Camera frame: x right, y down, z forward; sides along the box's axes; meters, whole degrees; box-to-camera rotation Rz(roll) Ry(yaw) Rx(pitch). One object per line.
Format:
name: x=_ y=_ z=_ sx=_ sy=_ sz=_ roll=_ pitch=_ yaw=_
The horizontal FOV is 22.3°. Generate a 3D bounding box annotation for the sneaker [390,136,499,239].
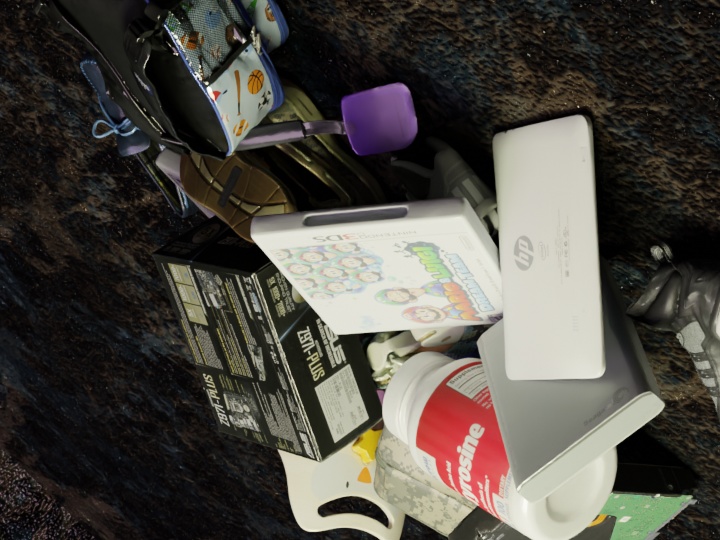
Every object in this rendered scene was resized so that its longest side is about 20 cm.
sneaker: x=0.063 y=-0.059 z=1.586 sx=0.116 sy=0.075 sz=0.200 roll=54 pitch=157 yaw=4

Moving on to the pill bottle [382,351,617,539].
pill bottle: x=0.113 y=0.143 z=1.562 sx=0.200 sy=0.112 sz=0.112 roll=28 pitch=154 yaw=45

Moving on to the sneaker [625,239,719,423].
sneaker: x=0.275 y=0.054 z=1.443 sx=0.114 sy=0.075 sz=0.200 roll=25 pitch=146 yaw=33

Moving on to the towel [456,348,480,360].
towel: x=0.147 y=0.090 z=1.642 sx=0.200 sy=0.050 sz=0.148 roll=-1 pitch=97 yaw=52

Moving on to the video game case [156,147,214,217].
video game case: x=-0.090 y=-0.039 z=1.808 sx=0.182 sy=0.024 sz=0.200 roll=26 pitch=169 yaw=30

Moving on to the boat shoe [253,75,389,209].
boat shoe: x=-0.041 y=-0.087 z=1.682 sx=0.200 sy=0.063 sz=0.073 roll=50 pitch=155 yaw=-21

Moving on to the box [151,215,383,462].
box: x=-0.085 y=0.060 z=1.694 sx=0.164 sy=0.086 sz=0.200 roll=9 pitch=125 yaw=50

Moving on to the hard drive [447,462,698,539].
hard drive: x=0.198 y=0.226 z=1.691 sx=0.140 sy=0.200 sz=0.038 roll=-50 pitch=45 yaw=39

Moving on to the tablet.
tablet: x=0.144 y=-0.015 z=1.429 sx=0.130 sy=0.014 sz=0.200 roll=-7 pitch=84 yaw=60

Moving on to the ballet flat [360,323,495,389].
ballet flat: x=0.059 y=0.057 z=1.653 sx=0.074 sy=0.074 sz=0.200 roll=43 pitch=137 yaw=-4

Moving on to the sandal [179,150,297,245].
sandal: x=-0.107 y=-0.081 z=1.671 sx=0.054 sy=0.080 sz=0.200 roll=17 pitch=-160 yaw=-43

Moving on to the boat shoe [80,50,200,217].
boat shoe: x=-0.215 y=-0.139 z=1.849 sx=0.200 sy=0.069 sz=0.084 roll=48 pitch=156 yaw=-16

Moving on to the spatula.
spatula: x=-0.039 y=-0.122 z=1.579 sx=0.200 sy=0.021 sz=0.057 roll=-5 pitch=107 yaw=36

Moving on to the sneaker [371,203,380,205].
sneaker: x=0.000 y=0.000 z=1.650 sx=0.200 sy=0.078 sz=0.066 roll=80 pitch=178 yaw=-71

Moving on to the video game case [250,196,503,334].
video game case: x=0.029 y=0.000 z=1.523 sx=0.182 sy=0.024 sz=0.200 roll=-5 pitch=153 yaw=20

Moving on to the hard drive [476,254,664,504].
hard drive: x=0.163 y=0.081 z=1.458 sx=0.026 sy=0.132 sz=0.200 roll=41 pitch=-160 yaw=-27

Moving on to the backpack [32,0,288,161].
backpack: x=-0.154 y=-0.193 z=1.562 sx=0.200 sy=0.154 sz=0.191 roll=26 pitch=147 yaw=47

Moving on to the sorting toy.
sorting toy: x=-0.007 y=0.191 z=1.898 sx=0.200 sy=0.180 sz=0.107 roll=14 pitch=156 yaw=-31

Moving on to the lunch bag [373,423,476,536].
lunch bag: x=0.122 y=0.170 z=1.793 sx=0.200 sy=0.139 sz=0.168 roll=28 pitch=143 yaw=21
